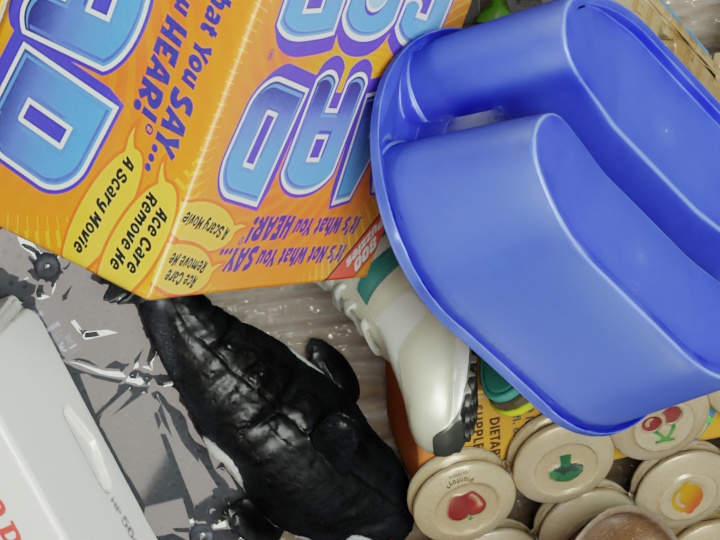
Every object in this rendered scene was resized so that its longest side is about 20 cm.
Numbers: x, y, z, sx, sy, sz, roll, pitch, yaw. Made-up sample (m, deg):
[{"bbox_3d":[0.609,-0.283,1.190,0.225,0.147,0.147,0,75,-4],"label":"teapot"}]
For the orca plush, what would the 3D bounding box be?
[{"bbox_3d":[-0.025,0.058,1.197,0.105,0.071,0.200,-43,114,-38],"label":"orca plush"}]

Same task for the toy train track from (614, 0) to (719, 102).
[{"bbox_3d":[0.143,-0.088,1.197,0.200,0.033,0.115,37,64,-54],"label":"toy train track"}]

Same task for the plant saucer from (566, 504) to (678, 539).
[{"bbox_3d":[0.110,0.209,1.203,0.037,0.200,0.201,-5,102,31],"label":"plant saucer"}]

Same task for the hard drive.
[{"bbox_3d":[-0.139,0.074,1.214,0.135,0.042,0.200,-30,103,-5],"label":"hard drive"}]

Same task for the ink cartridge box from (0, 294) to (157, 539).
[{"bbox_3d":[-0.211,0.121,1.153,0.200,0.084,0.146,-24,103,17],"label":"ink cartridge box"}]

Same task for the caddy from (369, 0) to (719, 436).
[{"bbox_3d":[0.086,-0.021,1.081,0.200,0.105,0.141,43,46,-31],"label":"caddy"}]

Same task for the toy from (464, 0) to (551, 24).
[{"bbox_3d":[0.062,-0.212,1.177,0.047,0.115,0.200,-10,100,-22],"label":"toy"}]

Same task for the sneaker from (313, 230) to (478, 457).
[{"bbox_3d":[0.000,-0.001,1.181,0.093,0.070,0.200,-7,59,-1],"label":"sneaker"}]

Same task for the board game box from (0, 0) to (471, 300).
[{"bbox_3d":[-0.086,-0.122,1.066,0.200,0.200,0.200,25,102,21],"label":"board game box"}]

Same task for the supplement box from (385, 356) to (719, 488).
[{"bbox_3d":[0.114,0.047,1.238,0.200,0.069,0.067,-13,130,-10],"label":"supplement box"}]

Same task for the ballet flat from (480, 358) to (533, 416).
[{"bbox_3d":[0.107,-0.012,1.203,0.067,0.067,0.200,32,54,-29],"label":"ballet flat"}]

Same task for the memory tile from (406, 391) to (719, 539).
[{"bbox_3d":[0.131,0.113,1.242,0.200,0.017,0.153,-23,131,-1],"label":"memory tile"}]
